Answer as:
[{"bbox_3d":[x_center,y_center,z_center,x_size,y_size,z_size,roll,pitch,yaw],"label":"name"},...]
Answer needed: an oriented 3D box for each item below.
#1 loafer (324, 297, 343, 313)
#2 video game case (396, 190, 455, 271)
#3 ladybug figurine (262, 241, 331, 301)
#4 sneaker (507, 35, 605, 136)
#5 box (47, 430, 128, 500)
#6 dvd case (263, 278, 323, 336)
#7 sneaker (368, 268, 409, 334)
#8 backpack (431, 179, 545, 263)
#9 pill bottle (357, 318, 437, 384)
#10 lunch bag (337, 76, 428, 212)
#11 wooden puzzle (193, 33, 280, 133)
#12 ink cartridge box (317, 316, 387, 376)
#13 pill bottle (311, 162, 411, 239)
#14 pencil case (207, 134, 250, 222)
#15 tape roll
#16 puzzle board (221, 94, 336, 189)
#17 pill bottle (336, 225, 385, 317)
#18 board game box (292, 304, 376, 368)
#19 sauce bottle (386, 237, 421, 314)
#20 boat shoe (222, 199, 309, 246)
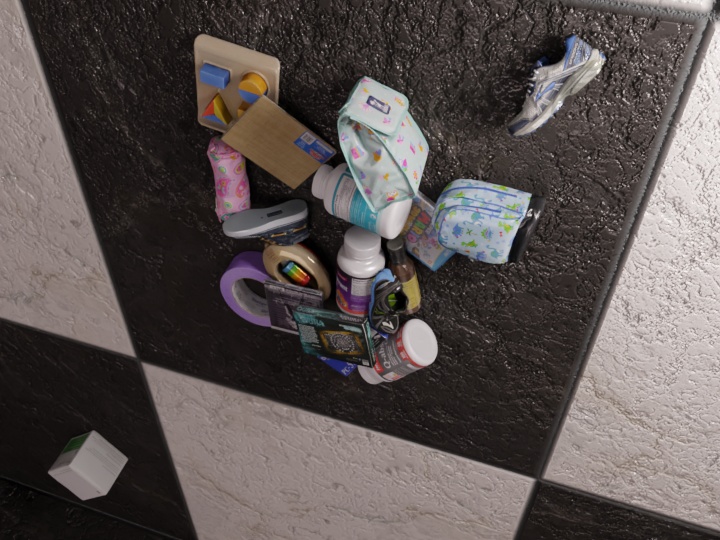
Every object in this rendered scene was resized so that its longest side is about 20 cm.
[{"bbox_3d":[-0.043,0.106,1.721,0.197,0.070,0.070,32,123,-10],"label":"loafer"},{"bbox_3d":[0.124,-0.096,1.484,0.198,0.018,0.143,36,135,-10],"label":"video game case"},{"bbox_3d":[-0.148,-0.007,1.649,0.135,0.073,0.200,-32,113,35],"label":"ladybug figurine"},{"bbox_3d":[0.314,-0.314,1.166,0.085,0.077,0.200,43,127,-5],"label":"sneaker"},{"bbox_3d":[-1.083,0.778,2.743,0.197,0.173,0.201,-23,120,38],"label":"box"},{"bbox_3d":[-0.158,0.101,1.696,0.145,0.016,0.202,12,141,10],"label":"dvd case"},{"bbox_3d":[0.066,0.084,1.549,0.082,0.070,0.202,39,151,29],"label":"sneaker"},{"bbox_3d":[0.239,-0.099,1.357,0.197,0.154,0.165,30,145,13],"label":"backpack"},{"bbox_3d":[0.087,0.208,1.715,0.116,0.117,0.199,41,134,-17],"label":"pill bottle"},{"bbox_3d":[0.035,-0.244,1.276,0.120,0.172,0.202,-17,121,29],"label":"lunch bag"},{"bbox_3d":[-0.256,-0.353,1.395,0.181,0.047,0.203,20,136,7],"label":"wooden puzzle"},{"bbox_3d":[-0.019,0.177,1.695,0.093,0.045,0.200,33,133,-9],"label":"ink cartridge box"},{"bbox_3d":[0.000,-0.150,1.411,0.197,0.111,0.112,25,138,18],"label":"pill bottle"},{"bbox_3d":[-0.289,-0.197,1.529,0.085,0.088,0.203,14,135,11],"label":"pencil case"},{"bbox_3d":[-0.257,0.049,1.760,0.195,0.066,0.203,12,134,13],"label":"tape roll"},{"bbox_3d":[-0.167,-0.263,1.427,0.198,0.018,0.150,32,133,-31],"label":"puzzle board"},{"bbox_3d":[0.000,0.000,1.563,0.109,0.113,0.203,14,135,11],"label":"pill bottle"},{"bbox_3d":[-0.062,0.156,1.639,0.196,0.028,0.138,9,129,27],"label":"board game box"},{"bbox_3d":[0.095,0.011,1.557,0.063,0.065,0.203,4,135,20],"label":"sauce bottle"},{"bbox_3d":[-0.207,-0.090,1.553,0.195,0.072,0.092,-14,136,-9],"label":"boat shoe"}]
